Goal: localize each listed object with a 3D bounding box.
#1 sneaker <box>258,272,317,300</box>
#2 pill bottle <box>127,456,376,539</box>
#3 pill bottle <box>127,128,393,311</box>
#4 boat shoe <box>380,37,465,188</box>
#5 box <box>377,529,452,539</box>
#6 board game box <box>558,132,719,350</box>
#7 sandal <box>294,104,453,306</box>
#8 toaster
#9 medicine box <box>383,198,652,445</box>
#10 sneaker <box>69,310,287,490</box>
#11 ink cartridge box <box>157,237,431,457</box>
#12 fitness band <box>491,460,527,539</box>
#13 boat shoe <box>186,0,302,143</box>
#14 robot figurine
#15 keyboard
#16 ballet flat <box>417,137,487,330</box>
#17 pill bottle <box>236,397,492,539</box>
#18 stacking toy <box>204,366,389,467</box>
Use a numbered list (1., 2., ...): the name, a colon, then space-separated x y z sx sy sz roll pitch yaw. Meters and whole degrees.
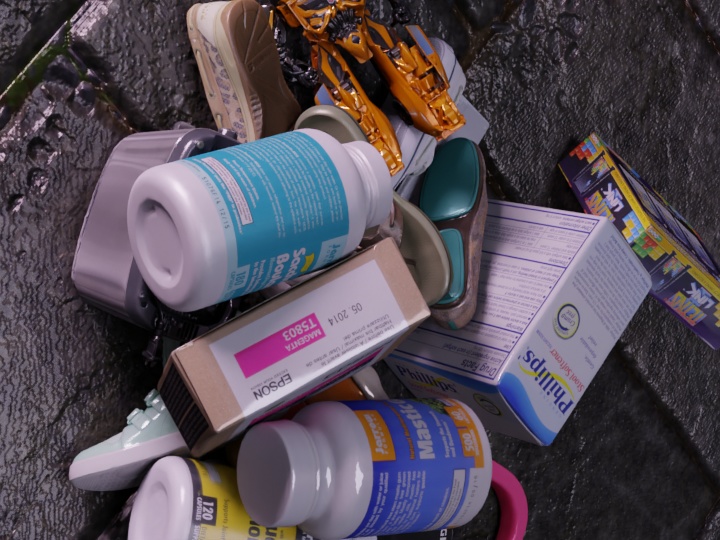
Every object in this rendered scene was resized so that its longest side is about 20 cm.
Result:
1. sneaker: 0.000 0.000 1.485 0.198 0.075 0.082 5 114 -41
2. pill bottle: -0.089 0.229 1.376 0.198 0.112 0.113 15 89 -28
3. pill bottle: -0.071 -0.045 1.248 0.198 0.110 0.112 -18 109 -34
4. boat shoe: 0.043 -0.118 1.512 0.067 0.073 0.201 40 78 -42
5. box: 0.012 0.325 1.531 0.158 0.049 0.203 4 93 -42
6. board game box: 0.305 -0.029 1.678 0.057 0.166 0.199 -40 128 18
7. sandal: 0.002 -0.049 1.399 0.202 0.079 0.057 54 25 -4
8. toaster: -0.159 -0.024 1.335 0.113 0.129 0.202 21 85 -38
9. medicine box: 0.146 0.044 1.554 0.103 0.181 0.201 47 70 -33
10. sneaker: -0.172 0.108 1.403 0.198 0.074 0.119 -23 70 -9
11. ink cartridge box: -0.057 0.065 1.299 0.198 0.165 0.076 -27 84 -16
12. fitness band: 0.095 0.252 1.646 0.199 0.037 0.145 34 77 -38
13. boat shoe: -0.097 -0.141 1.414 0.073 0.062 0.202 -38 124 -45
14. robot figurine: 0.001 -0.187 1.435 0.144 0.058 0.201 -36 96 -12
15. keyboard: 0.062 -0.077 1.579 0.056 0.011 0.201 43 72 -40
16. ballet flat: 0.088 -0.031 1.536 0.067 0.067 0.202 60 33 -51
17. pill bottle: 0.002 0.163 1.334 0.198 0.112 0.114 2 97 -38
18. stacking toy: -0.070 0.153 1.457 0.199 0.146 0.147 -37 120 -10
